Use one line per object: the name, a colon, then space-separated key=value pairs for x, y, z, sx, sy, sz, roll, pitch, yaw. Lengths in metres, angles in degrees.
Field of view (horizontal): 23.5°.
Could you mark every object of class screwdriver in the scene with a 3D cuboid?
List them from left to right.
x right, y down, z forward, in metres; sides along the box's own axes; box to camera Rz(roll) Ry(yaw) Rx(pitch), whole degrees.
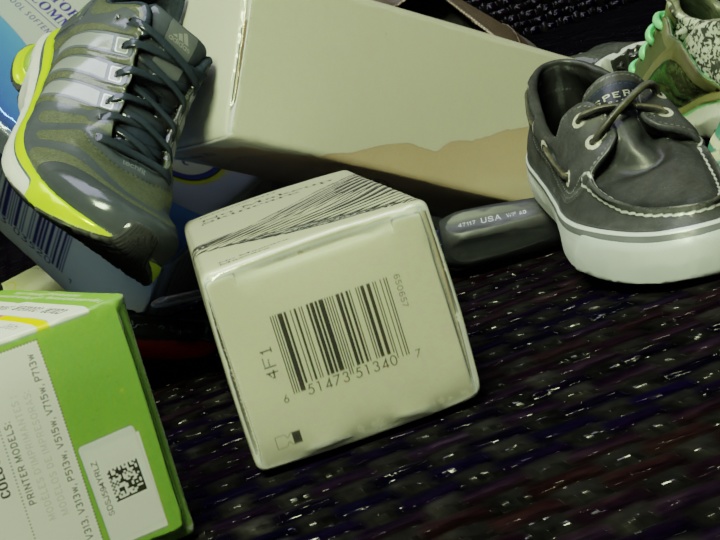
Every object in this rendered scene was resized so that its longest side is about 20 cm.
screwdriver: x=0.000 y=0.000 z=0.796 sx=0.198 sy=0.029 sz=0.028 roll=-16 pitch=-7 yaw=5

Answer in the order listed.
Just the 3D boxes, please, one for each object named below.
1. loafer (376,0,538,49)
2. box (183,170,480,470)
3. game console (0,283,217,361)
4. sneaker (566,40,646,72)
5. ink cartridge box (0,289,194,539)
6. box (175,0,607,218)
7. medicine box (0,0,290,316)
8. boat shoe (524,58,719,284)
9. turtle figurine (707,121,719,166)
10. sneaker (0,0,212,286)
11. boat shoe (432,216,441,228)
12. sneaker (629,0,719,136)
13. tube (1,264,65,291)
loafer: x=0.013 y=-0.146 z=0.969 sx=0.199 sy=0.074 sz=0.071 roll=23 pitch=1 yaw=10
box: x=-0.018 y=0.010 z=0.639 sx=0.081 sy=0.069 sz=0.200 roll=-18 pitch=9 yaw=-6
game console: x=-0.175 y=-0.020 z=0.803 sx=0.171 sy=0.120 sz=0.199 roll=5 pitch=-6 yaw=-29
sneaker: x=0.133 y=-0.110 z=1.144 sx=0.198 sy=0.067 sz=0.090 roll=-11 pitch=7 yaw=17
ink cartridge box: x=-0.171 y=0.073 z=0.520 sx=0.199 sy=0.076 sz=0.148 roll=-20 pitch=8 yaw=-25
box: x=0.011 y=-0.077 z=0.824 sx=0.198 sy=0.079 sz=0.095 roll=11 pitch=-6 yaw=-28
medicine box: x=-0.114 y=-0.099 z=0.904 sx=0.200 sy=0.182 sz=0.103 roll=-47 pitch=-5 yaw=-31
boat shoe: x=0.107 y=-0.050 z=0.707 sx=0.069 sy=0.067 sz=0.200 roll=-14 pitch=17 yaw=-1
turtle figurine: x=0.209 y=-0.083 z=0.702 sx=0.148 sy=0.102 sz=0.200 roll=-17 pitch=14 yaw=3
sneaker: x=-0.102 y=-0.069 z=0.731 sx=0.081 sy=0.074 sz=0.201 roll=-45 pitch=33 yaw=16
boat shoe: x=0.021 y=-0.052 z=0.991 sx=0.063 sy=0.071 sz=0.200 roll=-13 pitch=1 yaw=26
sneaker: x=0.181 y=-0.116 z=0.928 sx=0.076 sy=0.089 sz=0.200 roll=-21 pitch=9 yaw=-25
tube: x=-0.203 y=0.033 z=0.966 sx=0.199 sy=0.052 sz=0.058 roll=-29 pitch=-18 yaw=-36
